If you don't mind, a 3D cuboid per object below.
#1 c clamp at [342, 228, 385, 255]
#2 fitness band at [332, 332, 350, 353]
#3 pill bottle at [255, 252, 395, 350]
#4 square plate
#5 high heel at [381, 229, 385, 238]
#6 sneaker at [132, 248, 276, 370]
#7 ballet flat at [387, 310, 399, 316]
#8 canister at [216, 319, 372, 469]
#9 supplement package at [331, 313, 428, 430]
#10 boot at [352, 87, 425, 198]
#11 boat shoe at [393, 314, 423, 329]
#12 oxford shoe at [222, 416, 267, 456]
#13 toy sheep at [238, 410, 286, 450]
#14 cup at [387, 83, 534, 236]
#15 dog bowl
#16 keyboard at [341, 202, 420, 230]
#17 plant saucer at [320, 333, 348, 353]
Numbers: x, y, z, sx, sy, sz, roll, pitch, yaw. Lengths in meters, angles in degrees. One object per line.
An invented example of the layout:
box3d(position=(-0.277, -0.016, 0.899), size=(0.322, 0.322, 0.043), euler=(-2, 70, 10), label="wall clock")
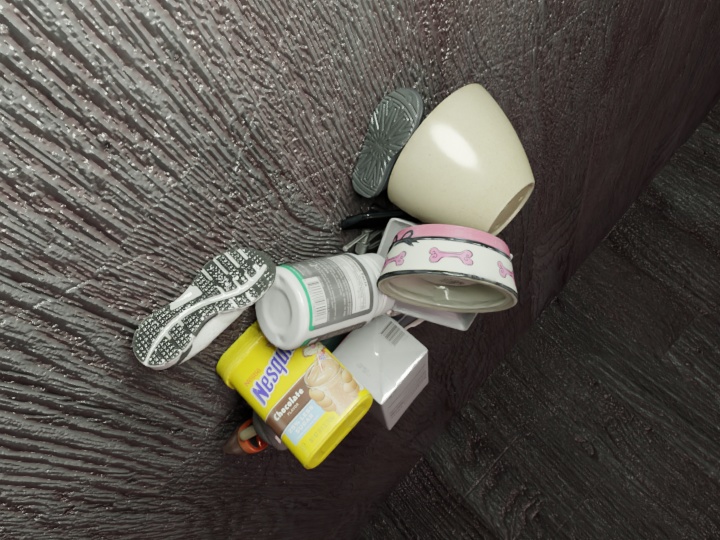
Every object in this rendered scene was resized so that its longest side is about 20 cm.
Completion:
box3d(position=(0.000, 0.000, 1.150), size=(0.170, 0.027, 0.203), euler=(-38, 151, -44), label="c clamp")
box3d(position=(-0.043, 0.186, 1.240), size=(0.142, 0.037, 0.203), euler=(-18, 142, -53), label="fitness band")
box3d(position=(-0.045, 0.037, 0.976), size=(0.197, 0.113, 0.115), euler=(-12, 138, -45), label="pill bottle")
box3d(position=(0.113, 0.006, 1.073), size=(0.200, 0.195, 0.029), euler=(112, -9, -47), label="square plate")
box3d(position=(0.072, -0.041, 1.174), size=(0.072, 0.141, 0.200), euler=(-55, -160, 0), label="high heel")
box3d(position=(-0.188, 0.047, 0.827), size=(0.198, 0.074, 0.080), euler=(-37, 169, -20), label="sneaker")
box3d(position=(0.062, 0.052, 1.277), size=(0.072, 0.071, 0.200), euler=(-52, 172, 6), label="ballet flat")
box3d(position=(-0.095, 0.167, 0.996), size=(0.149, 0.199, 0.087), euler=(-44, 158, -10), label="canister")
box3d(position=(0.038, 0.173, 1.173), size=(0.120, 0.121, 0.201), euler=(-46, 160, -14), label="supplement package")
box3d(position=(0.088, -0.190, 0.967), size=(0.198, 0.066, 0.166), euler=(-19, 151, -47), label="boot")
box3d(position=(0.064, 0.102, 1.414), size=(0.197, 0.072, 0.063), euler=(-26, 106, -33), label="boat shoe")
box3d(position=(-0.175, 0.281, 1.227), size=(0.072, 0.073, 0.199), euler=(-27, 171, 25), label="oxford shoe")
box3d(position=(-0.113, 0.224, 1.115), size=(0.197, 0.140, 0.138), euler=(-29, 159, 7), label="toy sheep")
box3d(position=(0.154, -0.127, 0.932), size=(0.200, 0.143, 0.201), euler=(-42, 163, -16), label="cup")
box3d(position=(0.122, -0.001, 0.939), size=(0.200, 0.195, 0.076), euler=(50, 46, -67), label="dog bowl")
box3d(position=(0.053, -0.093, 1.047), size=(0.196, 0.041, 0.103), euler=(-7, 173, -37), label="keyboard")
box3d(position=(-0.067, 0.143, 1.228), size=(0.200, 0.038, 0.203), euler=(-42, 156, -23), label="plant saucer")
